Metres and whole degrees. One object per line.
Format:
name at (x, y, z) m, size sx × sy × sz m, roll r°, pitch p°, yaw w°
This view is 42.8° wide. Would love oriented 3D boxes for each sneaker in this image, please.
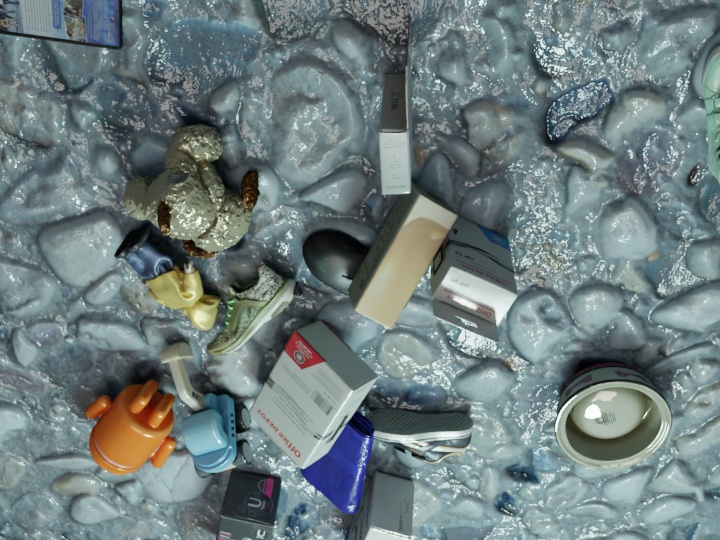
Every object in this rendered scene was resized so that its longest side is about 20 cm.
sneaker at (-0.194, 0.059, 1.517) m, size 0.200 × 0.077 × 0.089 m, roll -41°, pitch 102°, yaw 17°
sneaker at (0.523, -0.205, 1.273) m, size 0.073 × 0.119 × 0.203 m, roll -8°, pitch 121°, yaw 10°
sneaker at (0.101, 0.300, 1.641) m, size 0.197 × 0.079 × 0.080 m, roll 3°, pitch 120°, yaw 1°

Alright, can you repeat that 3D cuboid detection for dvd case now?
dvd case at (-0.429, -0.388, 1.269) m, size 0.197 × 0.018 × 0.144 m, roll 7°, pitch 123°, yaw -2°

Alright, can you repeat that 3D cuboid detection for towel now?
towel at (-0.040, 0.325, 1.655) m, size 0.147 × 0.049 × 0.202 m, roll 34°, pitch 129°, yaw 32°

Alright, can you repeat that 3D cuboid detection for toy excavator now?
toy excavator at (-0.277, 0.244, 1.604) m, size 0.099 × 0.197 × 0.200 m, roll -16°, pitch 148°, yaw 14°

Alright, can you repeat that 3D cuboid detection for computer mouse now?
computer mouse at (0.000, 0.000, 1.471) m, size 0.198 × 0.053 × 0.140 m, roll 20°, pitch 122°, yaw -9°

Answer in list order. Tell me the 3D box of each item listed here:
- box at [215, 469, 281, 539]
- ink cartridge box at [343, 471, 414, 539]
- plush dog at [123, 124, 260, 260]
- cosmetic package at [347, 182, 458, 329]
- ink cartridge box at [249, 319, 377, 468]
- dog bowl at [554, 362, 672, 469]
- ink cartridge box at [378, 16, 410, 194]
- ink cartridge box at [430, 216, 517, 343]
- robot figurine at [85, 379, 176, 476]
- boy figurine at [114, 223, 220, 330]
box at (-0.222, 0.503, 1.761) m, size 0.105 × 0.123 × 0.202 m, roll 12°, pitch 123°, yaw -4°
ink cartridge box at (0.030, 0.505, 1.734) m, size 0.083 × 0.147 × 0.202 m, roll 17°, pitch 121°, yaw -6°
plush dog at (-0.240, -0.093, 1.385) m, size 0.171 × 0.162 × 0.200 m, roll 26°, pitch 123°, yaw -40°
cosmetic package at (0.061, -0.025, 1.390) m, size 0.070 × 0.105 × 0.202 m, roll 27°, pitch 103°, yaw -13°
ink cartridge box at (-0.083, 0.210, 1.554) m, size 0.144 × 0.083 × 0.201 m, roll 43°, pitch 121°, yaw 19°
dog bowl at (0.432, 0.246, 1.592) m, size 0.197 × 0.074 × 0.202 m, roll 1°, pitch 123°, yaw 2°
ink cartridge box at (0.048, -0.226, 1.238) m, size 0.043 × 0.201 × 0.176 m, roll -2°, pitch 122°, yaw 5°
ink cartridge box at (0.169, 0.007, 1.379) m, size 0.115 × 0.201 × 0.067 m, roll 22°, pitch 122°, yaw -12°
robot figurine at (-0.411, 0.283, 1.638) m, size 0.143 × 0.117 × 0.200 m, roll 16°, pitch 126°, yaw -40°
boy figurine at (-0.299, 0.016, 1.486) m, size 0.124 × 0.065 × 0.200 m, roll -24°, pitch 122°, yaw 40°
